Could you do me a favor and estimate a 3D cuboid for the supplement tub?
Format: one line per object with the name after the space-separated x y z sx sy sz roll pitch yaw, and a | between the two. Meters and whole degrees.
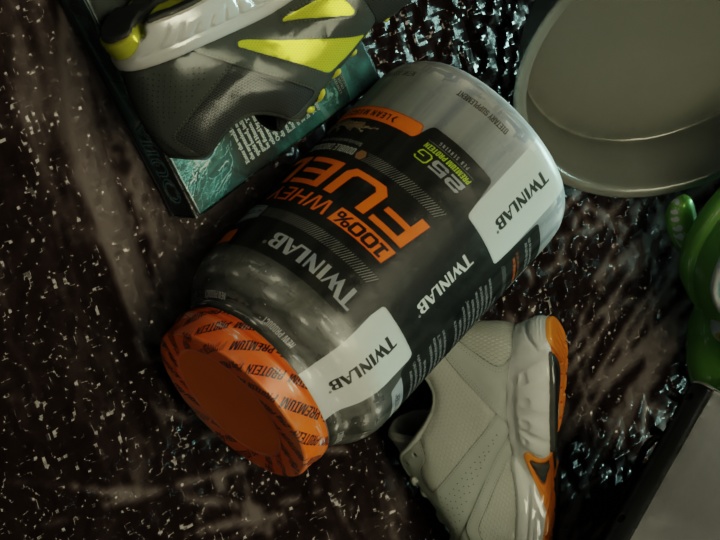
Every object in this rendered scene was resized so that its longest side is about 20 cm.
0.000 0.000 1.337 0.200 0.122 0.123 -47 117 -24 | supplement tub

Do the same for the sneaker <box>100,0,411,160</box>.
-0.034 -0.118 1.311 0.199 0.074 0.085 -23 113 -23 | sneaker

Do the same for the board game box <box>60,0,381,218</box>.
-0.083 -0.146 1.326 0.135 0.028 0.201 -37 113 -27 | board game box

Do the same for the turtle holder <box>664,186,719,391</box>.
0.243 0.008 1.478 0.185 0.132 0.141 -34 143 7 | turtle holder

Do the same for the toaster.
0.166 0.181 1.419 0.118 0.181 0.201 29 71 9 | toaster

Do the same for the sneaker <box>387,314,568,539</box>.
0.060 0.112 1.427 0.076 0.091 0.202 -63 157 -64 | sneaker

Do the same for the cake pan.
0.171 -0.123 1.435 0.199 0.037 0.201 -13 139 -11 | cake pan
